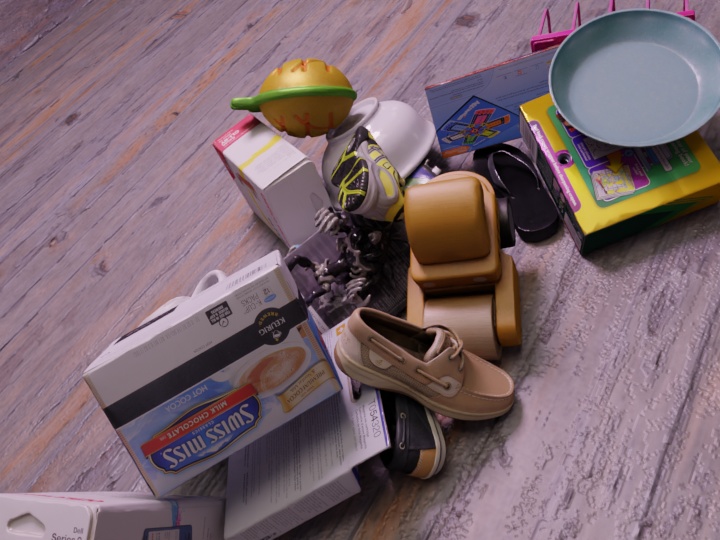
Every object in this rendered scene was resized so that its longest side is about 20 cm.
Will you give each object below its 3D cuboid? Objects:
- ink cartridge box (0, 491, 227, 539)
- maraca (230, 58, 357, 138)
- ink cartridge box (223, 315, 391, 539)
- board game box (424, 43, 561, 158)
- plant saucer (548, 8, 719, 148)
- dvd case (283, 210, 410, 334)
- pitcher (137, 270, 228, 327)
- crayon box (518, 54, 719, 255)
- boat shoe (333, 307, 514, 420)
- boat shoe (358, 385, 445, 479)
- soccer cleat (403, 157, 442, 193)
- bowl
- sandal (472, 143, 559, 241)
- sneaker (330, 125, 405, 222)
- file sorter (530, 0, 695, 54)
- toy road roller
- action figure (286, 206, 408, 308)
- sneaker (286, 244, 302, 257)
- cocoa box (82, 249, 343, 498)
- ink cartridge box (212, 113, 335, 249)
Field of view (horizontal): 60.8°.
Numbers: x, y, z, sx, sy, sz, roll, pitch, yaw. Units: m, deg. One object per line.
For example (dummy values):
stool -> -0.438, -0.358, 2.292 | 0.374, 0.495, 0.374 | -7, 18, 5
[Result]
ink cartridge box -> -0.232, 0.253, 0.569 | 0.141, 0.200, 0.090 | -4, 69, 21
maraca -> -0.098, -0.249, 0.899 | 0.195, 0.110, 0.136 | 1, 5, 27
ink cartridge box -> -0.056, 0.162, 0.653 | 0.197, 0.044, 0.198 | -31, 34, 14
board game box -> 0.195, -0.232, 0.854 | 0.195, 0.105, 0.019 | -11, 19, 23
plant saucer -> 0.323, -0.221, 0.727 | 0.194, 0.036, 0.205 | -6, 63, 13
dvd case -> 0.000, 0.000, 0.779 | 0.199, 0.016, 0.149 | -39, 80, -14
pitcher -> -0.209, 0.105, 0.754 | 0.173, 0.120, 0.201 | -50, 34, 14
crayon box -> 0.310, -0.144, 0.749 | 0.168, 0.059, 0.204 | -20, 62, 6
boat shoe -> 0.073, 0.091, 0.607 | 0.195, 0.065, 0.072 | 17, 34, -14
boat shoe -> 0.027, 0.126, 0.655 | 0.061, 0.076, 0.202 | 6, 40, -25
soccer cleat -> 0.112, -0.074, 0.832 | 0.084, 0.064, 0.201 | -47, 44, 12
bowl -> 0.010, -0.192, 0.920 | 0.198, 0.091, 0.203 | -30, 28, 18
sandal -> 0.210, -0.122, 0.828 | 0.075, 0.043, 0.202 | -25, 42, 3
sneaker -> 0.012, -0.114, 0.767 | 0.076, 0.075, 0.202 | -55, 22, 27
file sorter -> 0.353, -0.301, 0.860 | 0.195, 0.141, 0.127 | 1, 45, 27
toy road roller -> 0.103, -0.012, 0.669 | 0.120, 0.146, 0.206 | -6, 67, 21
action figure -> -0.027, -0.006, 0.718 | 0.197, 0.102, 0.121 | -31, 87, -11
sneaker -> -0.050, -0.006, 0.819 | 0.197, 0.088, 0.075 | -29, 40, -4
cocoa box -> -0.134, 0.091, 0.596 | 0.197, 0.134, 0.133 | -29, 10, -5
ink cartridge box -> -0.127, -0.127, 0.928 | 0.083, 0.147, 0.200 | -36, 43, -12
